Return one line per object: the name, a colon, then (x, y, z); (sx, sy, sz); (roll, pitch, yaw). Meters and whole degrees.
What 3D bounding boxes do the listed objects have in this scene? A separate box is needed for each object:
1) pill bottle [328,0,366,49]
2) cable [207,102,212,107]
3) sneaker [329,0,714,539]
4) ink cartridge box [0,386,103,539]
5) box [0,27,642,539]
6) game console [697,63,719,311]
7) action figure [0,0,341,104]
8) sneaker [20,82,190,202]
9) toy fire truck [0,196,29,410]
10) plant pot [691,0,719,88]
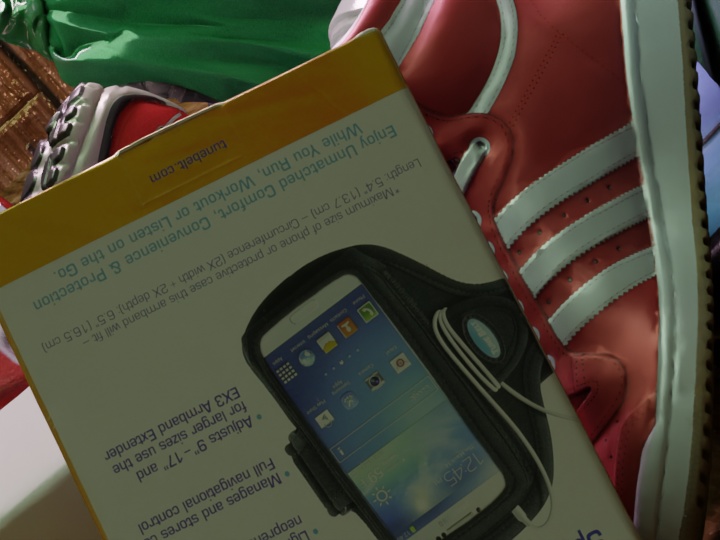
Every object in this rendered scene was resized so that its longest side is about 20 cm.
pill bottle: (0.000, 0.000, 0.886); (0.201, 0.115, 0.116); (-64, 18, -18)
cable: (-0.034, -0.047, 1.236); (0.051, 0.164, 0.200); (5, 34, 9)
sneaker: (0.040, 0.000, 0.711); (0.071, 0.112, 0.201); (88, -179, -62)
ink cartridge box: (-0.075, 0.117, 0.750); (0.200, 0.147, 0.083); (-39, 18, 21)
box: (-0.004, 0.055, 0.640); (0.119, 0.201, 0.041); (-26, -9, -5)
game console: (0.115, -0.029, 0.923); (0.200, 0.031, 0.177); (-46, 12, -8)
action figure: (-0.049, -0.100, 0.999); (0.055, 0.199, 0.119); (58, -146, -73)
sneaker: (-0.087, 0.027, 0.924); (0.077, 0.085, 0.201); (140, 143, -65)
toy fire truck: (-0.183, 0.024, 0.865); (0.168, 0.112, 0.200); (-32, 40, -22)
plant pot: (0.163, -0.169, 0.696); (0.196, 0.201, 0.196); (-20, 16, 4)
